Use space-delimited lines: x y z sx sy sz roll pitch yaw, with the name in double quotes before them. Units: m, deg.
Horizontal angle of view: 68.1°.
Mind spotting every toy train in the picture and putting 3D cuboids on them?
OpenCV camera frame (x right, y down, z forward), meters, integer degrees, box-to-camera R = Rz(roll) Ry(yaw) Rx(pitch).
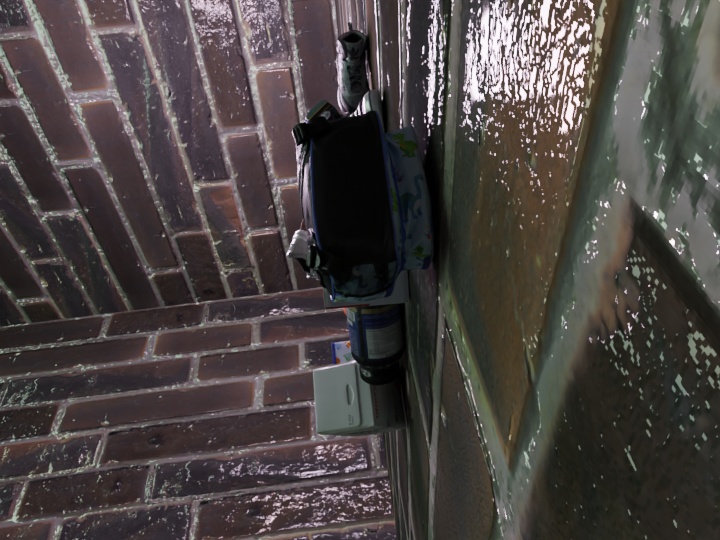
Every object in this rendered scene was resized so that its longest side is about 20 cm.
"toy train" -0.038 -0.285 1.175 0.200 0.085 0.114 44 -176 -47

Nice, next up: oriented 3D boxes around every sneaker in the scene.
"sneaker" -0.099 -0.005 1.277 0.074 0.200 0.082 -11 43 59
"sneaker" -0.015 -0.421 1.125 0.114 0.074 0.202 95 167 -70
"sneaker" -0.012 -0.266 1.006 0.201 0.113 0.074 94 171 -75

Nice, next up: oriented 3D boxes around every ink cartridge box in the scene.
"ink cartridge box" 0.002 -0.004 0.970 0.200 0.143 0.084 -106 11 -75
"ink cartridge box" 0.000 0.299 1.230 0.200 0.143 0.147 36 -137 -59

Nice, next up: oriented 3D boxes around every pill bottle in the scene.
"pill bottle" 0.031 0.123 1.069 0.112 0.110 0.202 -100 4 -64

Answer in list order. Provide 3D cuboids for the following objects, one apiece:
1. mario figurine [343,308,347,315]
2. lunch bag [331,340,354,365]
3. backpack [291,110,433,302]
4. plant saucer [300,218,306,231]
"mario figurine" -0.005 0.090 1.550 0.200 0.122 0.107 -43 -60 -68
"lunch bag" 0.012 0.298 1.445 0.124 0.168 0.202 80 -178 -64
"backpack" 0.005 -0.057 0.611 0.200 0.145 0.185 99 164 -70
"plant saucer" -0.079 -0.066 1.397 0.200 0.036 0.203 31 -130 -47
